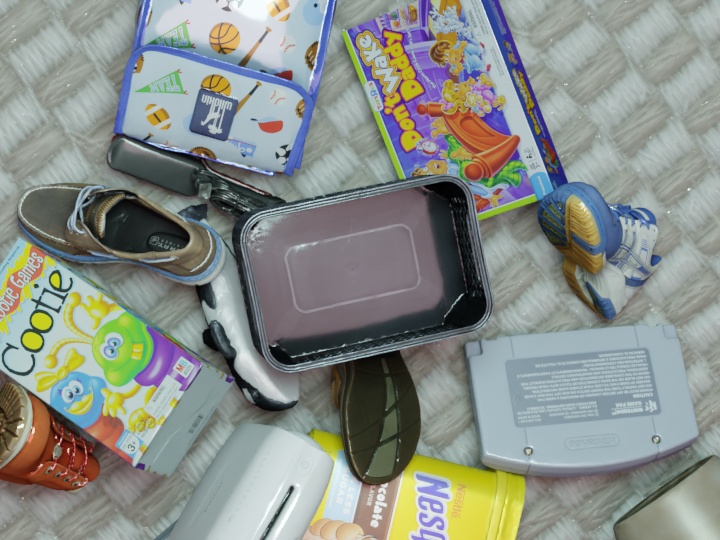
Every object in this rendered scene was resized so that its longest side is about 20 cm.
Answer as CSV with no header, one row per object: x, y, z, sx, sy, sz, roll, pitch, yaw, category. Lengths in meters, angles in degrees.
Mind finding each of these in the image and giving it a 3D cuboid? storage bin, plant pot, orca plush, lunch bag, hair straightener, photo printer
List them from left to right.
-0.132,-0.066,1.413,0.200,0.077,0.041,28,108,-10,hair straightener
-0.129,0.045,1.427,0.071,0.105,0.200,-34,95,33,orca plush
-0.113,-0.194,1.379,0.169,0.124,0.201,14,96,-7,lunch bag
-0.097,0.209,1.343,0.069,0.200,0.167,33,79,-11,photo printer
0.000,0.000,1.356,0.199,0.094,0.136,-12,95,-8,storage bin
0.323,0.271,1.443,0.200,0.200,0.174,-36,81,-1,plant pot

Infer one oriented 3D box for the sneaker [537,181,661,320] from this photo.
0.216,-0.036,1.407,0.088,0.200,0.075,-42,62,-6,sneaker

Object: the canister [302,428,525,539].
0.034,0.233,1.446,0.199,0.087,0.149,14,85,-5,canister

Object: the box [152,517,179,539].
-0.133,0.330,1.467,0.156,0.041,0.200,-39,98,0,box

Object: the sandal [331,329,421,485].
0.000,0.097,1.430,0.081,0.055,0.201,-1,66,-31,sandal

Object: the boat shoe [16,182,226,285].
-0.214,-0.044,1.380,0.199,0.072,0.072,12,75,17,boat shoe

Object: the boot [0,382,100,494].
-0.269,0.150,1.365,0.107,0.200,0.075,18,75,-12,boot

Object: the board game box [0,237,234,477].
-0.226,0.075,1.365,0.200,0.103,0.105,33,86,15,board game box

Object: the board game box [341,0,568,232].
0.084,-0.143,1.411,0.134,0.045,0.201,-19,97,27,board game box

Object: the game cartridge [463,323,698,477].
0.200,0.120,1.451,0.199,0.041,0.134,-4,62,-5,game cartridge
